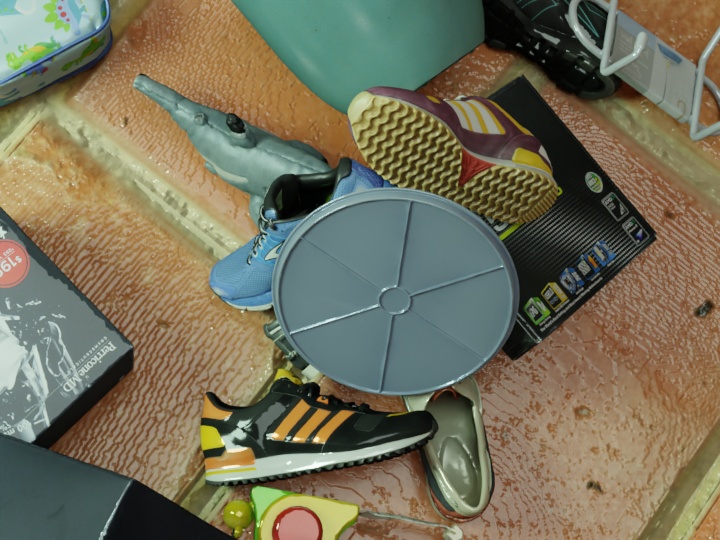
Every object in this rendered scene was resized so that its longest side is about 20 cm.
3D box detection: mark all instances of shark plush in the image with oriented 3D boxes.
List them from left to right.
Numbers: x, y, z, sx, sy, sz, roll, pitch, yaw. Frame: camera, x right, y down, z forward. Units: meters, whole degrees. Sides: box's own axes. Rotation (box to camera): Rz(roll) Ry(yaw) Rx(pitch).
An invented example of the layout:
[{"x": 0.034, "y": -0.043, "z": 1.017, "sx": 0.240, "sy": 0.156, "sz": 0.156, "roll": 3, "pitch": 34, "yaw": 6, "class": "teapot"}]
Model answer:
[{"x": -0.100, "y": -0.119, "z": 1.354, "sx": 0.200, "sy": 0.083, "sz": 0.091, "roll": 44, "pitch": 75, "yaw": 3, "class": "shark plush"}]

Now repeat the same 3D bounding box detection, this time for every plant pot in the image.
[{"x": 0.013, "y": -0.226, "z": 1.344, "sx": 0.200, "sy": 0.200, "sz": 0.162, "roll": -37, "pitch": 94, "yaw": -14, "class": "plant pot"}]

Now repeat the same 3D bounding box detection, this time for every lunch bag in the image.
[{"x": -0.320, "y": -0.248, "z": 1.354, "sx": 0.160, "sy": 0.082, "sz": 0.201, "roll": -31, "pitch": 83, "yaw": -14, "class": "lunch bag"}]

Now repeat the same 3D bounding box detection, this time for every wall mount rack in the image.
[{"x": 0.285, "y": -0.219, "z": 1.412, "sx": 0.199, "sy": 0.074, "sz": 0.175, "roll": 31, "pitch": 55, "yaw": -24, "class": "wall mount rack"}]

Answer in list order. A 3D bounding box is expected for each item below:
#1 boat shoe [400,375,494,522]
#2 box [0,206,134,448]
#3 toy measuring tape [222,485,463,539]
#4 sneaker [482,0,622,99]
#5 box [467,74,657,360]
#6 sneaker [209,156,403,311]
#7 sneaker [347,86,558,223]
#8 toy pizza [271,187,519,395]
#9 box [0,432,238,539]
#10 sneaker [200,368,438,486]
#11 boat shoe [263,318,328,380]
[{"x": 0.069, "y": 0.114, "z": 1.335, "sx": 0.071, "sy": 0.063, "sz": 0.202, "roll": -10, "pitch": 77, "yaw": -8, "class": "boat shoe"}, {"x": -0.314, "y": 0.073, "z": 1.269, "sx": 0.182, "sy": 0.104, "sz": 0.200, "roll": 45, "pitch": 75, "yaw": 3, "class": "box"}, {"x": -0.017, "y": 0.226, "z": 1.294, "sx": 0.198, "sy": 0.074, "sz": 0.074, "roll": 11, "pitch": 76, "yaw": -5, "class": "toy measuring tape"}, {"x": 0.158, "y": -0.235, "z": 1.432, "sx": 0.199, "sy": 0.075, "sz": 0.080, "roll": 32, "pitch": 65, "yaw": -9, "class": "sneaker"}, {"x": 0.136, "y": -0.050, "z": 1.354, "sx": 0.200, "sy": 0.047, "sz": 0.194, "roll": -35, "pitch": 86, "yaw": -39, "class": "box"}, {"x": -0.058, "y": -0.038, "z": 1.297, "sx": 0.089, "sy": 0.199, "sz": 0.079, "roll": 38, "pitch": 36, "yaw": -30, "class": "sneaker"}, {"x": 0.070, "y": -0.108, "z": 1.277, "sx": 0.199, "sy": 0.075, "sz": 0.091, "roll": 25, "pitch": 35, "yaw": -29, "class": "sneaker"}, {"x": 0.028, "y": 0.016, "z": 1.261, "sx": 0.198, "sy": 0.201, "sz": 0.032, "roll": 14, "pitch": 34, "yaw": -4, "class": "toy pizza"}, {"x": -0.178, "y": 0.226, "z": 1.164, "sx": 0.200, "sy": 0.196, "sz": 0.118, "roll": 38, "pitch": 70, "yaw": -38, "class": "box"}, {"x": -0.038, "y": 0.121, "z": 1.294, "sx": 0.198, "sy": 0.070, "sz": 0.091, "roll": -11, "pitch": 82, "yaw": 6, "class": "sneaker"}, {"x": 0.000, "y": 0.000, "z": 1.346, "sx": 0.068, "sy": 0.072, "sz": 0.200, "roll": 41, "pitch": 75, "yaw": 4, "class": "boat shoe"}]
